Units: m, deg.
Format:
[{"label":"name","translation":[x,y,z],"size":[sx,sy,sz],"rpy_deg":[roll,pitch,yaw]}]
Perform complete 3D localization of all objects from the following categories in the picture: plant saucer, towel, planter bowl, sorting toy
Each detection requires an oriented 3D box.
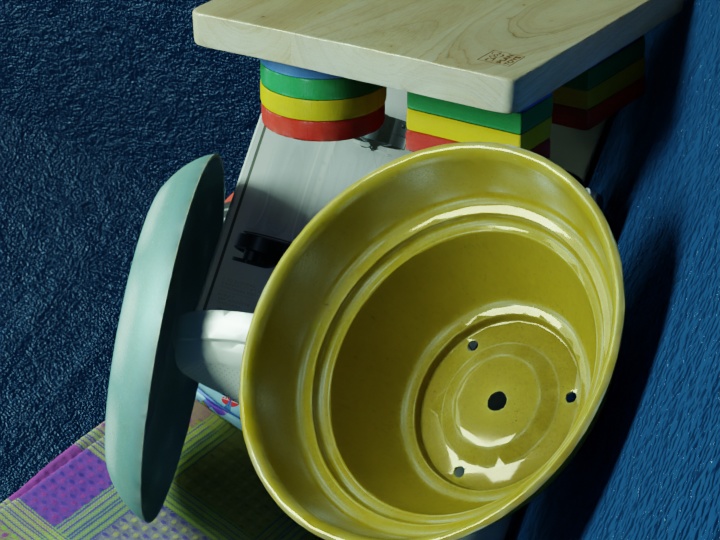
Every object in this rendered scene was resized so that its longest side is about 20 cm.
[{"label":"plant saucer","translation":[-0.106,0.034,1.207],"size":[0.200,0.027,0.202],"rpy_deg":[11,-90,-87]},{"label":"towel","translation":[-0.112,0.143,1.250],"size":[0.200,0.143,0.023],"rpy_deg":[-37,-27,-46]},{"label":"planter bowl","translation":[0.048,0.048,1.042],"size":[0.083,0.199,0.202],"rpy_deg":[38,-112,-49]},{"label":"sorting toy","translation":[0.045,-0.118,1.214],"size":[0.200,0.197,0.070],"rpy_deg":[-33,-49,-50]}]

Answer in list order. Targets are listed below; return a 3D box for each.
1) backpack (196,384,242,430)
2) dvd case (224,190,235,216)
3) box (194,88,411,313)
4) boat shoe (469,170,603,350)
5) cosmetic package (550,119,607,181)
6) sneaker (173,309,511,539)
[{"label":"backpack","translation":[-0.050,0.096,1.412],"size":[0.135,0.199,0.183],"rpy_deg":[-65,-3,21]},{"label":"dvd case","translation":[-0.005,-0.075,1.478],"size":[0.145,0.022,0.200],"rpy_deg":[-12,22,30]},{"label":"box","translation":[-0.016,-0.024,1.274],"size":[0.060,0.116,0.201],"rpy_deg":[98,-174,-59]},{"label":"boat shoe","translation":[0.069,0.033,1.181],"size":[0.093,0.074,0.202],"rpy_deg":[132,159,-86]},{"label":"cosmetic package","translation":[0.088,-0.045,1.353],"size":[0.105,0.071,0.201],"rpy_deg":[136,155,-78]},{"label":"sneaker","translation":[-0.015,0.095,1.122],"size":[0.074,0.198,0.116],"rpy_deg":[68,-141,-72]}]
